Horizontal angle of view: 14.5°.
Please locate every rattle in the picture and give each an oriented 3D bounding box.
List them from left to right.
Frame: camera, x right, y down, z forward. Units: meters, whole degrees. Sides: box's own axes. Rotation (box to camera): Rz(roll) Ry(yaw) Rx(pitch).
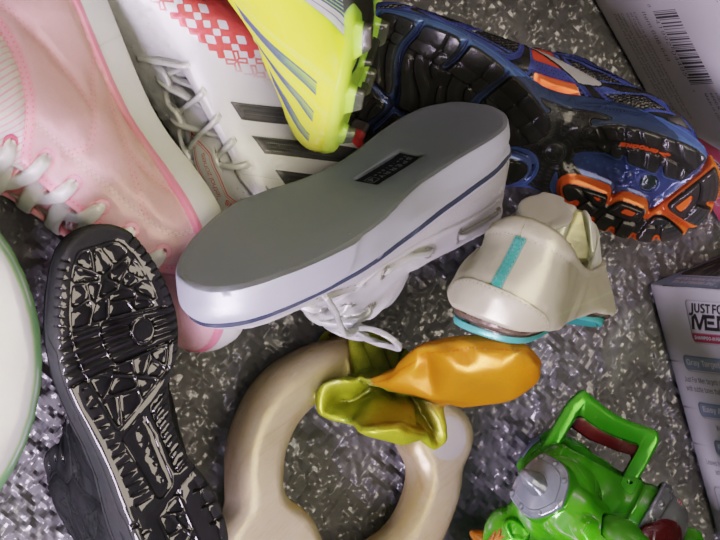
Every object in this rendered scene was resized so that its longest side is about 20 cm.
[{"bbox_3d":[-0.003,0.126,1.298,0.200,0.143,0.130,-53,131,-22],"label":"rattle"}]

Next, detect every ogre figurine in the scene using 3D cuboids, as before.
[{"bbox_3d":[0.123,0.126,1.346,0.120,0.200,0.098,40,114,2],"label":"ogre figurine"}]

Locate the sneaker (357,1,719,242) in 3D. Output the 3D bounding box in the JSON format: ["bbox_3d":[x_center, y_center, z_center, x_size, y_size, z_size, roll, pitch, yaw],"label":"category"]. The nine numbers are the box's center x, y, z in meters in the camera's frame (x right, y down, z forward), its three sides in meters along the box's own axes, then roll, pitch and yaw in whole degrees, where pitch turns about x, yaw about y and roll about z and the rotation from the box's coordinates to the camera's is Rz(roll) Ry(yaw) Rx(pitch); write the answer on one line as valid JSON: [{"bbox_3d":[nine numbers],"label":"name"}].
[{"bbox_3d":[0.078,-0.077,1.372,0.199,0.079,0.075,25,116,-12],"label":"sneaker"}]

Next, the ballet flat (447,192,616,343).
[{"bbox_3d":[0.086,-0.004,1.313,0.069,0.200,0.070,0,92,10],"label":"ballet flat"}]

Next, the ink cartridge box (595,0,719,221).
[{"bbox_3d":[0.225,-0.101,1.367,0.085,0.200,0.146,-38,108,-20],"label":"ink cartridge box"}]

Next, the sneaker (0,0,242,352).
[{"bbox_3d":[-0.134,-0.039,1.251,0.105,0.075,0.201,-30,97,-36],"label":"sneaker"}]

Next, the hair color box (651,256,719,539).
[{"bbox_3d":[0.220,0.093,1.427,0.060,0.099,0.201,-21,101,-24],"label":"hair color box"}]

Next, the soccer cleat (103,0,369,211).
[{"bbox_3d":[-0.059,-0.064,1.299,0.200,0.069,0.085,41,62,-27],"label":"soccer cleat"}]

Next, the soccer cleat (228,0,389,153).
[{"bbox_3d":[-0.034,-0.126,1.212,0.083,0.200,0.065,7,56,10],"label":"soccer cleat"}]

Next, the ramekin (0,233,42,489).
[{"bbox_3d":[-0.232,0.038,1.197,0.199,0.098,0.201,-1,92,-27],"label":"ramekin"}]

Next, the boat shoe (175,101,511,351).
[{"bbox_3d":[-0.003,-0.001,1.268,0.202,0.074,0.086,-34,129,-43],"label":"boat shoe"}]

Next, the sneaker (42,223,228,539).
[{"bbox_3d":[-0.112,0.077,1.255,0.060,0.104,0.201,-21,101,-26],"label":"sneaker"}]
